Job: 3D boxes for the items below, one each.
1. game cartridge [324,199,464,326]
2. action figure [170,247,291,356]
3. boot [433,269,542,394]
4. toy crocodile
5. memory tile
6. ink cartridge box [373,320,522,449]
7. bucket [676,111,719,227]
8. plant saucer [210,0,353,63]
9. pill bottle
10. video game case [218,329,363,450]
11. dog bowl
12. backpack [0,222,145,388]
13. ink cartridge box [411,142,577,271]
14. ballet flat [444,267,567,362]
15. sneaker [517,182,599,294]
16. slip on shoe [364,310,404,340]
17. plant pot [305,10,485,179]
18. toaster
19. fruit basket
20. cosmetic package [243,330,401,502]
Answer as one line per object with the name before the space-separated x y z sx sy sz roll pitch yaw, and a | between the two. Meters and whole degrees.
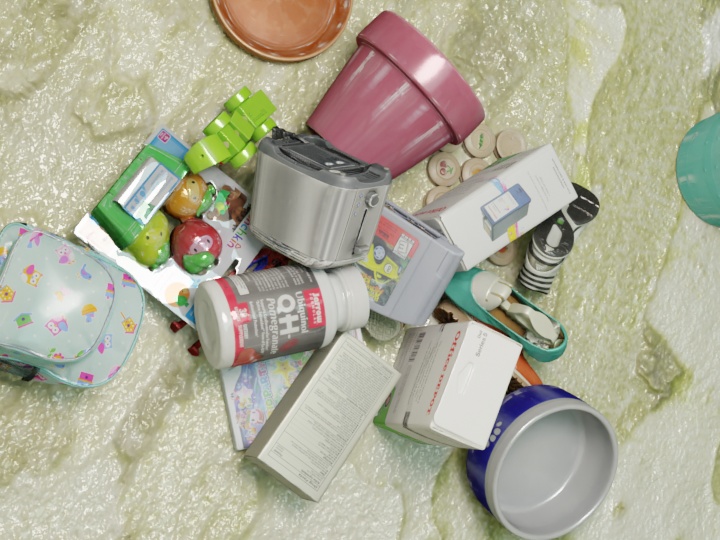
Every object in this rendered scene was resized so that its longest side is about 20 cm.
game cartridge | 0.021 -0.022 1.574 0.200 0.041 0.133 34 118 14
action figure | -0.151 0.029 1.587 0.200 0.052 0.065 -41 95 -21
boot | 0.204 0.094 1.703 0.107 0.075 0.200 -43 99 -24
toy crocodile | -0.160 -0.177 1.559 0.068 0.062 0.200 48 32 -13
memory tile | 0.162 -0.111 1.733 0.153 0.017 0.200 9 82 -20
ink cartridge box | 0.109 0.149 1.591 0.084 0.200 0.146 25 77 -17
bucket | 0.585 -0.157 1.833 0.207 0.135 0.208 2 85 -20
plant saucer | -0.108 -0.377 1.647 0.200 0.032 0.201 2 84 -21
pill bottle | -0.095 0.050 1.513 0.200 0.111 0.111 -11 89 -23
video game case | -0.084 0.144 1.616 0.200 0.018 0.143 -11 90 -21
dog bowl | 0.246 0.259 1.662 0.200 0.079 0.200 -9 111 -23
backpack | -0.357 0.049 1.454 0.200 0.153 0.176 25 72 -24
ink cartridge box | 0.166 -0.079 1.645 0.200 0.145 0.088 -31 98 -21
ballet flat | 0.199 0.048 1.642 0.200 0.070 0.067 36 62 -6
sneaker | 0.269 -0.042 1.744 0.076 0.115 0.201 31 41 8
slip on shoe | 0.000 0.000 1.642 0.200 0.074 0.061 58 31 1
plant pot | 0.034 -0.209 1.611 0.179 0.200 0.200 -45 101 -3
toaster | -0.060 -0.087 1.509 0.114 0.200 0.129 -12 121 -48
fruit basket | -0.225 -0.057 1.533 0.200 0.094 0.185 38 72 -6
cosmetic package | -0.048 0.186 1.577 0.104 0.073 0.200 40 73 -13
